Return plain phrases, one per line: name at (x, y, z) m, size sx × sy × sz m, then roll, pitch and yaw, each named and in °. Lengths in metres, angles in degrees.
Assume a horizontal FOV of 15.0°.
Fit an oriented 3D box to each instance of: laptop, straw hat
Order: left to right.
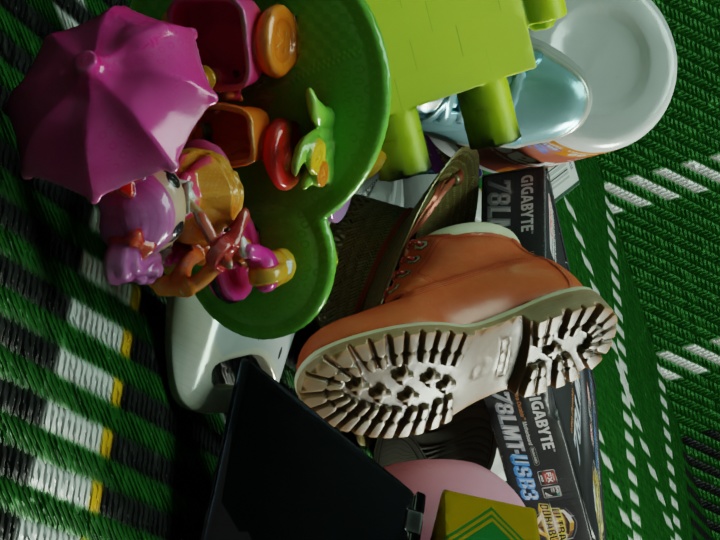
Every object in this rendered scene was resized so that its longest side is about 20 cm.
laptop at (-0.037, 0.188, 1.383) m, size 0.200 × 0.116 × 0.188 m, roll 107°, pitch -4°, yaw -45°
straw hat at (0.000, 0.000, 1.667) m, size 0.201 × 0.085 × 0.201 m, roll 21°, pitch 90°, yaw -78°

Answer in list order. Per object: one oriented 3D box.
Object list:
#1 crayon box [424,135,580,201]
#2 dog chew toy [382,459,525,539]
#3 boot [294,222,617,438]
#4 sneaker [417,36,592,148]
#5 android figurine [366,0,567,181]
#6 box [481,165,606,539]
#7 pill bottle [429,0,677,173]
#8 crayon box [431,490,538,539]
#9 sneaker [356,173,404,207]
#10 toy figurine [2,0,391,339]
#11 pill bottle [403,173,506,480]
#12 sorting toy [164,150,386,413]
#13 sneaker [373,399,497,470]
crayon box at (0.050, -0.142, 1.924) m, size 0.058 × 0.172 × 0.200 m, roll -36°, pitch 119°, yaw -36°
dog chew toy at (0.044, 0.214, 1.581) m, size 0.125 × 0.124 × 0.201 m, roll 48°, pitch 37°, yaw -68°
boot at (0.034, 0.028, 1.526) m, size 0.107 × 0.200 × 0.075 m, roll 49°, pitch -43°, yaw 36°
sneaker at (0.039, -0.105, 1.584) m, size 0.082 × 0.199 × 0.074 m, roll -91°, pitch -169°, yaw -70°
android figurine at (0.029, -0.157, 1.517) m, size 0.041 × 0.182 × 0.201 m, roll 12°, pitch -63°, yaw 62°
box at (0.114, 0.072, 1.693) m, size 0.200 × 0.050 × 0.199 m, roll -87°, pitch 166°, yaw -51°
pill bottle at (0.111, -0.120, 1.735) m, size 0.200 × 0.112 × 0.112 m, roll 167°, pitch -91°, yaw -70°
crayon box at (0.047, 0.241, 1.402) m, size 0.173 × 0.058 × 0.200 m, roll -84°, pitch -173°, yaw -71°
sneaker at (-0.007, -0.105, 1.828) m, size 0.082 × 0.075 × 0.200 m, roll 60°, pitch 17°, yaw -46°
toy figurine at (-0.089, -0.051, 1.246) m, size 0.184 × 0.150 × 0.201 m, roll -21°, pitch 111°, yaw -63°
pill bottle at (0.055, 0.043, 1.862) m, size 0.110 × 0.109 × 0.200 m, roll 56°, pitch 22°, yaw -61°
sorting toy at (-0.061, -0.002, 1.430) m, size 0.200 × 0.107 × 0.181 m, roll 48°, pitch 49°, yaw -68°
sneaker at (0.042, 0.119, 1.724) m, size 0.106 × 0.075 × 0.200 m, roll -87°, pitch -174°, yaw -63°
